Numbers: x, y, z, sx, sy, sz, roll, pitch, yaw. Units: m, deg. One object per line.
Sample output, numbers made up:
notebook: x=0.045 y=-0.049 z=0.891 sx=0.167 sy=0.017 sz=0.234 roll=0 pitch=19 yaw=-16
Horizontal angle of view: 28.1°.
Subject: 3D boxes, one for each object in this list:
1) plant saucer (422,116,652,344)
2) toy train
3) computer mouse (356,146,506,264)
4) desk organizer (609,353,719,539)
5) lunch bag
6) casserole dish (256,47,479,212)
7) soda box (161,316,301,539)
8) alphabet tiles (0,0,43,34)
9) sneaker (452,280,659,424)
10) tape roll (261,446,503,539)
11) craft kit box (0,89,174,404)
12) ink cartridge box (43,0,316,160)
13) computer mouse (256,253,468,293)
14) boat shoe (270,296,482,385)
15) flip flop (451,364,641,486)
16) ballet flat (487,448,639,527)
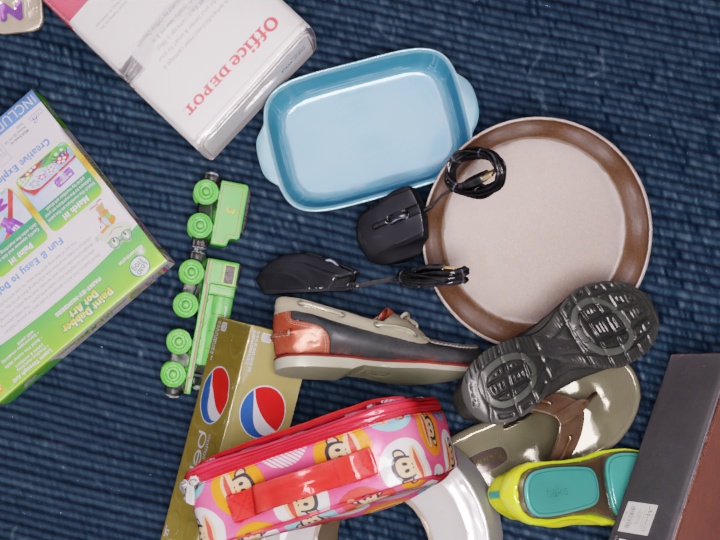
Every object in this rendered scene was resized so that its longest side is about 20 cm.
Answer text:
plant saucer: x=0.151 y=-0.032 z=1.246 sx=0.198 sy=0.034 sz=0.203 roll=0 pitch=98 yaw=0
toy train: x=-0.135 y=0.015 z=1.270 sx=0.056 sy=0.042 sz=0.203 roll=10 pitch=87 yaw=-8
computer mouse: x=0.052 y=-0.053 z=1.200 sx=0.034 sy=0.200 sz=0.059 roll=-4 pitch=72 yaw=-35
desk organizer: x=0.275 y=0.176 z=1.182 sx=0.077 sy=0.071 sz=0.202 roll=32 pitch=70 yaw=-26
lunch bag: x=-0.032 y=0.157 z=1.103 sx=0.198 sy=0.176 sz=0.083 roll=-19 pitch=82 yaw=13
casserole dish: x=0.007 y=-0.122 z=1.272 sx=0.198 sy=0.039 sz=0.123 roll=-15 pitch=86 yaw=1
soda box: x=-0.107 y=0.147 z=1.235 sx=0.063 sy=0.067 sz=0.202 roll=15 pitch=87 yaw=-32
alphabet tiles: x=-0.386 y=-0.268 z=1.311 sx=0.193 sy=0.015 sz=0.203 roll=-6 pitch=86 yaw=2
sneaker: x=0.159 y=0.069 z=1.211 sx=0.198 sy=0.091 sz=0.077 roll=-22 pitch=84 yaw=-18
tape roll: x=0.018 y=0.231 z=1.214 sx=0.200 sy=0.071 sz=0.205 roll=-1 pitch=87 yaw=16
craft kit box: x=-0.302 y=-0.020 z=1.278 sx=0.199 sy=0.049 sz=0.198 roll=-39 pitch=83 yaw=0
ink cartridge box: x=-0.157 y=-0.218 z=1.262 sx=0.200 sy=0.085 sz=0.146 roll=44 pitch=89 yaw=6
computer mouse: x=0.000 y=0.000 z=1.221 sx=0.198 sy=0.058 sz=0.034 roll=-2 pitch=88 yaw=24
boat shoe: x=0.017 y=0.061 z=1.223 sx=0.198 sy=0.071 sz=0.063 roll=6 pitch=70 yaw=-23
flip flop: x=0.153 y=0.141 z=1.238 sx=0.198 sy=0.058 sz=0.082 roll=-25 pitch=85 yaw=1
ballet flat: x=0.192 y=0.187 z=1.221 sx=0.198 sy=0.067 sz=0.068 roll=5 pitch=75 yaw=-32
